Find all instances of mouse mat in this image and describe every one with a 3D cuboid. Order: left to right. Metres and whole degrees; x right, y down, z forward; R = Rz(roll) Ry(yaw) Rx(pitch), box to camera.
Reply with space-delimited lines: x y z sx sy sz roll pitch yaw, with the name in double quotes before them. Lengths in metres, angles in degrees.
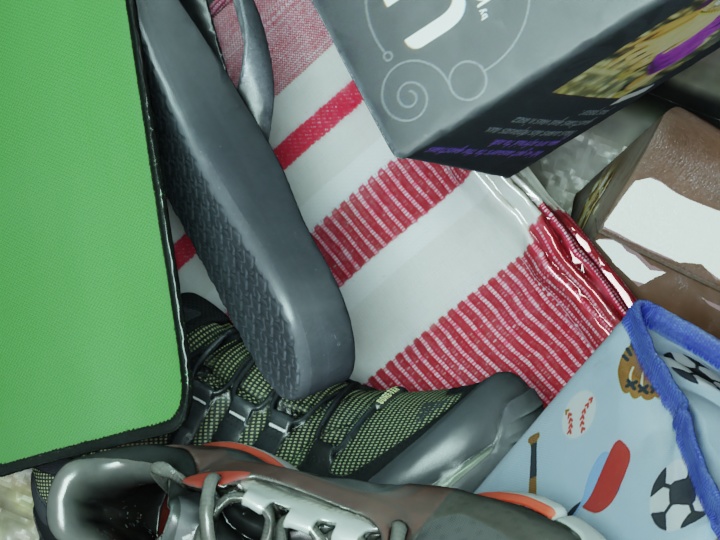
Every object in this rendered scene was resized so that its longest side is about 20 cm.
"mouse mat" -0.116 -0.015 0.868 0.200 0.008 0.161 -17 80 53

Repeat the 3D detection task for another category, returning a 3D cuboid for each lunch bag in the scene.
"lunch bag" 0.122 0.131 0.811 0.200 0.124 0.170 25 120 -30

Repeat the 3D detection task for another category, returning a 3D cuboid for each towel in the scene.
"towel" 0.000 0.000 0.886 0.144 0.023 0.200 -42 84 34

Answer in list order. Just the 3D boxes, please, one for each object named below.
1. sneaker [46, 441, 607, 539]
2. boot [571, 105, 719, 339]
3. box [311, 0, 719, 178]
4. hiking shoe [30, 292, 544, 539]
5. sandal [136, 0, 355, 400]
"sneaker" -0.017 0.090 0.757 0.200 0.082 0.077 5 82 45
"boot" 0.171 -0.018 0.855 0.200 0.064 0.187 27 100 13
"box" 0.081 -0.128 0.764 0.200 0.106 0.122 -30 79 17
"hiking shoe" -0.036 0.054 0.871 0.200 0.076 0.101 -19 95 29
"sandal" -0.047 -0.054 0.848 0.043 0.076 0.201 -23 79 -18
